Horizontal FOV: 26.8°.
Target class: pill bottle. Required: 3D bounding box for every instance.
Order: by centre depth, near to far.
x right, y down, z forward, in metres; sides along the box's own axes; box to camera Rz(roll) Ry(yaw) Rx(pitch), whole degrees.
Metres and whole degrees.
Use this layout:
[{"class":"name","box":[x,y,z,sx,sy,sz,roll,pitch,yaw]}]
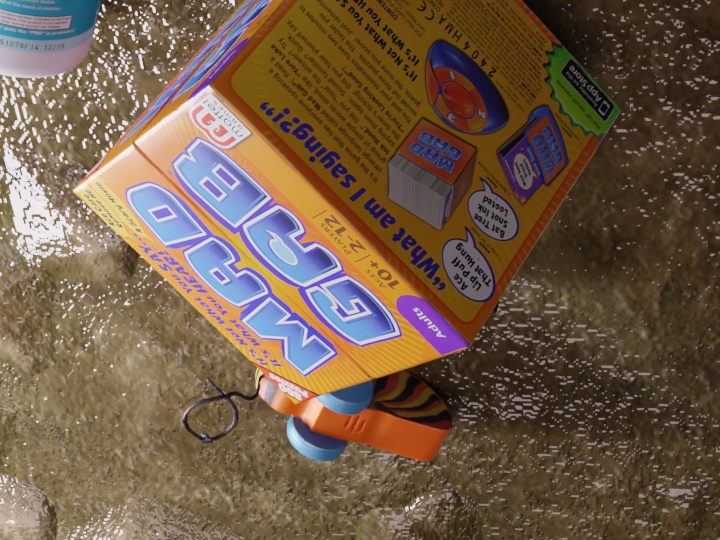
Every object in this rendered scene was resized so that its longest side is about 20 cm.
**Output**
[{"class":"pill bottle","box":[-0.208,-0.232,0.961,0.110,0.111,0.201,22,124,1]}]

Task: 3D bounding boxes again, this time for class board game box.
[{"class":"board game box","box":[-0.009,-0.072,0.914,0.200,0.200,0.200,45,148,-14]}]

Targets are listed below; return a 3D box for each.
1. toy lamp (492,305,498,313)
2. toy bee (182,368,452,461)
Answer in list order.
[{"class":"toy lamp","box":[0.000,0.000,1.080,0.199,0.058,0.058,5,121,12]},{"class":"toy bee","box":[-0.030,0.077,1.121,0.200,0.109,0.131,31,118,-35]}]
